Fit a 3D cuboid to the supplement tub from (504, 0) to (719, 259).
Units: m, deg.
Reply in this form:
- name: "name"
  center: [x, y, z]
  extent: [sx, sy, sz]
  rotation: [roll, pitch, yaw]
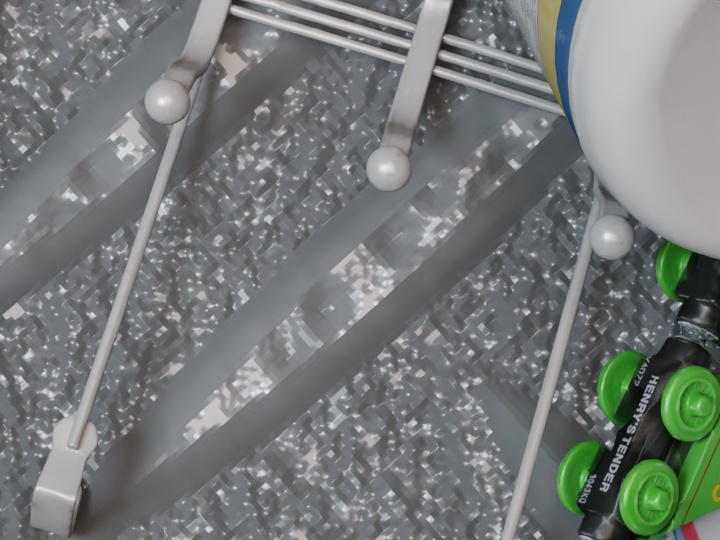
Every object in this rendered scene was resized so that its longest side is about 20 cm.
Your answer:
- name: "supplement tub"
  center: [0.098, -0.115, 0.748]
  extent: [0.144, 0.145, 0.200]
  rotation: [-19, 45, -4]

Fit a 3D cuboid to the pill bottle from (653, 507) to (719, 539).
- name: "pill bottle"
  center: [0.087, 0.133, 0.763]
  extent: [0.199, 0.109, 0.109]
  rotation: [-27, 85, 6]

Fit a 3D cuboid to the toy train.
- name: "toy train"
  center: [0.121, -0.001, 0.821]
  extent: [0.056, 0.042, 0.201]
  rotation: [33, 79, -35]

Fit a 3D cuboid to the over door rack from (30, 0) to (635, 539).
- name: "over door rack"
  center: [0.000, 0.000, 0.810]
  extent: [0.147, 0.067, 0.201]
  rotation: [17, 84, 1]
